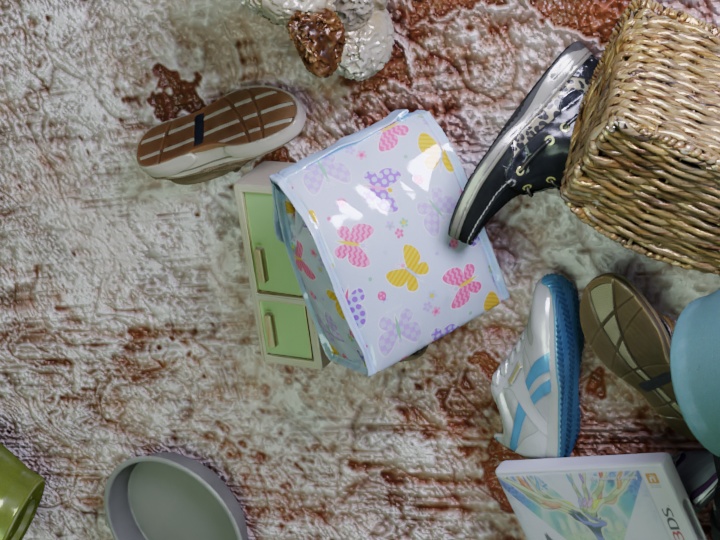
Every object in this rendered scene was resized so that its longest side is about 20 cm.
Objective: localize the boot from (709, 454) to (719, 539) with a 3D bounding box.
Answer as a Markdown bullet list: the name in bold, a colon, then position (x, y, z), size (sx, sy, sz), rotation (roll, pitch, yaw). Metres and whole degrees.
- **boot**: position (0.400, 0.173, 1.321), size (0.198, 0.077, 0.169), rotation (0, 129, 11)

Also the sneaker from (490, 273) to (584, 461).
- **sneaker**: position (0.167, 0.095, 1.461), size (0.080, 0.076, 0.202), rotation (13, 119, 25)

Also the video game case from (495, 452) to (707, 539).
- **video game case**: position (0.243, 0.258, 1.458), size (0.199, 0.022, 0.184), rotation (-10, 113, 45)

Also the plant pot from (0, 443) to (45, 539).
- **plant pot**: position (-0.505, 0.277, 1.894), size (0.192, 0.201, 0.201), rotation (26, 126, 1)

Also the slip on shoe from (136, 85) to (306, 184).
- **slip on shoe**: position (-0.133, -0.128, 1.532), size (0.198, 0.077, 0.061), rotation (-16, 146, 27)

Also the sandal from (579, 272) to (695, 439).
- **sandal**: position (0.274, 0.074, 1.406), size (0.200, 0.054, 0.080), rotation (46, 137, -17)

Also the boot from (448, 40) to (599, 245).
- **boot**: position (0.185, -0.076, 1.328), size (0.153, 0.073, 0.204), rotation (36, 99, 5)

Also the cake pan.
- **cake pan**: position (-0.216, 0.301, 1.817), size (0.198, 0.037, 0.202), rotation (14, 121, 24)

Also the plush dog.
- **plush dog**: position (-0.045, -0.266, 1.332), size (0.200, 0.172, 0.161), rotation (45, 128, 3)

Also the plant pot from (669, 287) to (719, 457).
- **plant pot**: position (0.350, 0.066, 1.170), size (0.187, 0.200, 0.201), rotation (-18, 105, 47)

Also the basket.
- **basket**: position (0.275, -0.099, 1.246), size (0.198, 0.150, 0.143), rotation (20, 144, -4)

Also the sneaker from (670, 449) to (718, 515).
- **sneaker**: position (0.277, 0.207, 1.459), size (0.088, 0.074, 0.200), rotation (47, 129, 7)

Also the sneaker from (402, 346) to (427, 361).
- **sneaker**: position (0.000, 0.000, 1.513), size (0.075, 0.070, 0.202), rotation (-12, 100, 54)

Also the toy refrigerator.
- **toy refrigerator**: position (-0.070, -0.004, 1.551), size (0.075, 0.070, 0.202), rotation (6, 118, 27)

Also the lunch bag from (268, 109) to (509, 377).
- **lunch bag**: position (0.020, -0.032, 1.410), size (0.127, 0.169, 0.202), rotation (20, 136, 62)
